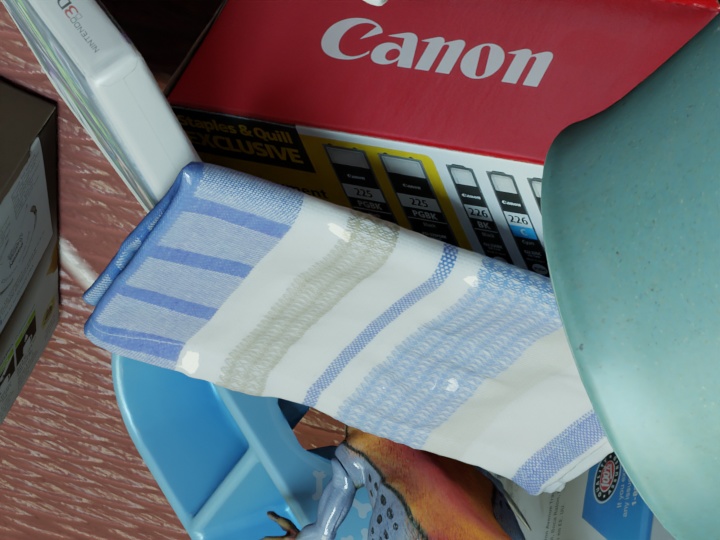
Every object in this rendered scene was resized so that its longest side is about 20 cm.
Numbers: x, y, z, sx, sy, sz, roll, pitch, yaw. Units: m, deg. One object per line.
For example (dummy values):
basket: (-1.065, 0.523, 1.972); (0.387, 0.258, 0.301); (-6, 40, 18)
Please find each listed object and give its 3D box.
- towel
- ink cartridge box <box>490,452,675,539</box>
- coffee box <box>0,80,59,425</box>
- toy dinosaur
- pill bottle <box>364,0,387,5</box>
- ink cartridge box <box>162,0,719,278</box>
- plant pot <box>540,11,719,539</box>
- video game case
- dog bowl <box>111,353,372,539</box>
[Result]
towel: (0.009, 0.025, 1.007); (0.199, 0.024, 0.147); (20, 154, -14)
ink cartridge box: (0.096, 0.148, 1.224); (0.083, 0.146, 0.200); (19, 158, -25)
coffee box: (-0.202, -0.017, 1.303); (0.114, 0.080, 0.200); (25, 153, 7)
toy dinosaur: (0.035, 0.080, 1.132); (0.105, 0.182, 0.200); (-9, 157, -28)
pill bottle: (-0.062, -0.166, 0.886); (0.199, 0.110, 0.110); (27, 153, 2)
ink cartridge box: (0.039, -0.050, 1.020); (0.199, 0.084, 0.176); (10, 147, 32)
plant pot: (0.160, -0.009, 0.778); (0.187, 0.201, 0.200); (-23, 129, 23)
video game case: (-0.100, -0.072, 1.058); (0.182, 0.023, 0.200); (51, 173, 35)
dog bowl: (-0.043, 0.089, 1.264); (0.200, 0.049, 0.112); (57, 144, 14)
